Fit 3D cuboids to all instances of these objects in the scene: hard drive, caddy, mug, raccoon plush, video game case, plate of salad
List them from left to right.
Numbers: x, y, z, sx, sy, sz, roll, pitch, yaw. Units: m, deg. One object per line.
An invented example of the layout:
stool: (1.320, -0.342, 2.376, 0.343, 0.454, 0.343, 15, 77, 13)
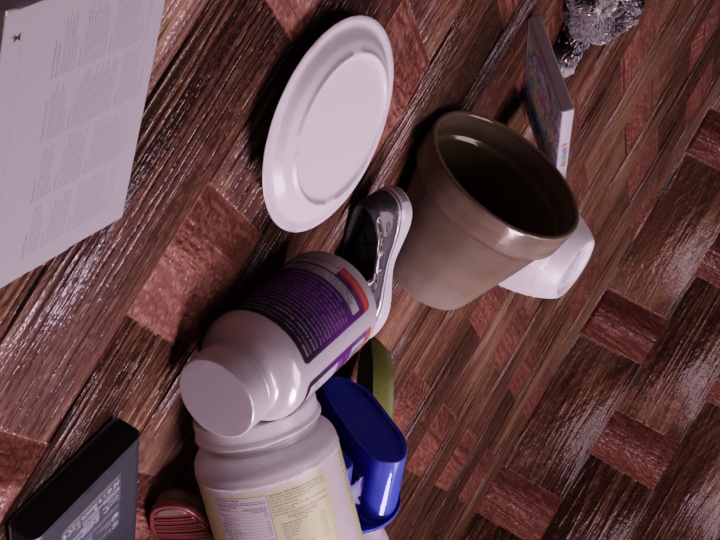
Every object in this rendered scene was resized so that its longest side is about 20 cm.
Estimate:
hard drive: (-0.248, 0.239, 1.263, 0.140, 0.033, 0.200, -47, 158, -39)
plate of salad: (-0.033, -0.130, 1.268, 0.200, 0.048, 0.200, -44, 147, -39)
caddy: (-0.035, 0.205, 1.570, 0.141, 0.200, 0.105, -5, 123, -27)
mug: (0.194, -0.046, 1.833, 0.148, 0.175, 0.200, -62, 161, 15)
video game case: (0.235, -0.207, 1.816, 0.018, 0.143, 0.200, -14, 155, -2)
raccoon plush: (0.284, -0.311, 1.844, 0.134, 0.097, 0.200, -28, 145, -48)

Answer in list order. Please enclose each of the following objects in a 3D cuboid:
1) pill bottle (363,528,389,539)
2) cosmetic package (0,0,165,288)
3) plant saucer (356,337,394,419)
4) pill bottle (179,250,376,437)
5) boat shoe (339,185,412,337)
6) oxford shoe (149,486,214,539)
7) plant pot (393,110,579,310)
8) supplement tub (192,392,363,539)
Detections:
pill bottle: (-0.053, 0.358, 1.783, 0.114, 0.114, 0.200, -52, -169, -28)
cosmetic package: (-0.190, -0.094, 0.858, 0.151, 0.052, 0.200, -42, 155, -53)
plant saucer: (0.016, 0.177, 1.761, 0.200, 0.031, 0.200, -176, -90, -85)
pill bottle: (-0.079, 0.071, 1.350, 0.200, 0.111, 0.112, -41, 154, -49)
boat shoe: (0.000, 0.000, 1.556, 0.066, 0.070, 0.200, -19, 141, -41)
oxford shoe: (-0.168, 0.248, 1.495, 0.200, 0.070, 0.075, 65, 26, -65)
plant pot: (0.120, -0.054, 1.648, 0.174, 0.200, 0.200, -51, 171, 35)
supplement tub: (-0.080, 0.224, 1.411, 0.145, 0.145, 0.200, -36, 117, -55)
